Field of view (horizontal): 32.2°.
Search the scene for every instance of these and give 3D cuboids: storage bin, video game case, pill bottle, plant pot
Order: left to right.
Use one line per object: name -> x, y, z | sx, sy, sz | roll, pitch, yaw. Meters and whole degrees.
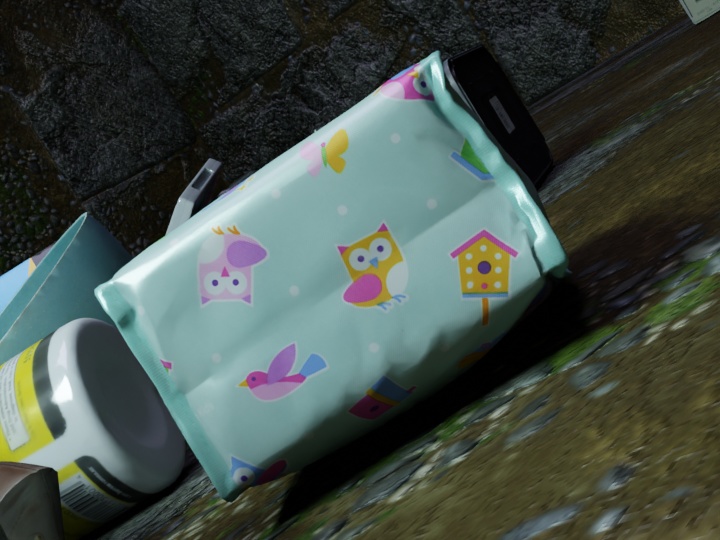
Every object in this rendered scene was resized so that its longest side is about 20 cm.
pill bottle -> -0.216, 0.124, 0.752 | 0.200, 0.114, 0.114 | -31, 4, 13
plant pot -> -0.204, 0.078, 0.898 | 0.200, 0.135, 0.200 | -48, 16, 18
video game case -> -0.181, -0.027, 1.247 | 0.200, 0.017, 0.143 | -84, 15, -74
storage bin -> 0.095, -0.120, 1.144 | 0.094, 0.135, 0.200 | -31, 4, 20

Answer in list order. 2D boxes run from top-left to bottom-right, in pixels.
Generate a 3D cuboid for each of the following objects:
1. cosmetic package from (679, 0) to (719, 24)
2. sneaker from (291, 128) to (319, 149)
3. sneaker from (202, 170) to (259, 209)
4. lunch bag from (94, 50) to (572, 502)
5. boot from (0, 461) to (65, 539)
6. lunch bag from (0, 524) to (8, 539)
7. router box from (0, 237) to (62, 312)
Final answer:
cosmetic package -> 0.577, -0.486, 2.121 | 0.071, 0.105, 0.200 | -31, 3, 21
sneaker -> 0.000, -0.086, 1.128 | 0.060, 0.104, 0.200 | -31, 4, 19
sneaker -> -0.120, -0.012, 1.235 | 0.200, 0.112, 0.073 | -64, 8, -28
lunch bag -> 0.001, 0.002, 0.558 | 0.170, 0.122, 0.200 | -34, -4, 8
boot -> -0.225, 0.171, 0.614 | 0.200, 0.187, 0.064 | 9, -10, 44
lunch bag -> -0.175, 0.099, 0.375 | 0.117, 0.164, 0.200 | -27, 3, -10
router box -> -0.260, 0.086, 1.036 | 0.149, 0.200, 0.051 | -32, -33, -1
